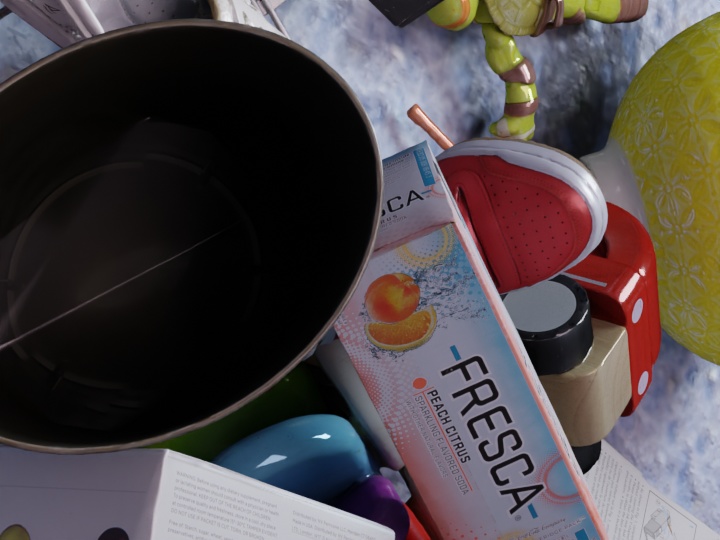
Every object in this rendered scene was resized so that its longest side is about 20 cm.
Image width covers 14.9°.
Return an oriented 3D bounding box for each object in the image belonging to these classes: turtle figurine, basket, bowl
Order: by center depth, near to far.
[{"bbox_3d":[-0.084,-0.002,1.030,0.180,0.200,0.136,-29,87,-7],"label":"basket"},{"bbox_3d":[0.082,-0.160,1.425,0.161,0.064,0.201,-23,98,-42],"label":"turtle figurine"},{"bbox_3d":[0.175,-0.031,1.447,0.107,0.200,0.201,-13,96,-6],"label":"bowl"}]

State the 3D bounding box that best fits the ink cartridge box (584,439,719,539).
[{"bbox_3d":[0.112,0.188,1.410,0.176,0.045,0.201,40,50,-30],"label":"ink cartridge box"}]

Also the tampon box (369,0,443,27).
[{"bbox_3d":[0.035,-0.249,1.303,0.150,0.126,0.200,41,44,-19],"label":"tampon box"}]

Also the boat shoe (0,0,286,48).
[{"bbox_3d":[-0.077,-0.097,1.197,0.200,0.069,0.071,32,80,-28],"label":"boat shoe"}]

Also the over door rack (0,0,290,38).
[{"bbox_3d":[-0.113,-0.078,1.257,0.200,0.067,0.148,-39,112,-21],"label":"over door rack"}]

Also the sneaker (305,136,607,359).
[{"bbox_3d":[0.000,0.000,1.164,0.112,0.199,0.072,-41,117,-51],"label":"sneaker"}]

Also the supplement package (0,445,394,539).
[{"bbox_3d":[-0.115,0.136,1.091,0.156,0.199,0.111,26,68,-52],"label":"supplement package"}]

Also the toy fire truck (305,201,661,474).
[{"bbox_3d":[0.076,-0.001,1.349,0.200,0.175,0.129,-53,147,-37],"label":"toy fire truck"}]

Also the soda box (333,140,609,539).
[{"bbox_3d":[0.041,0.050,1.127,0.063,0.068,0.200,-23,124,4],"label":"soda box"}]

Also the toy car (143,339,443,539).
[{"bbox_3d":[-0.021,0.128,1.226,0.175,0.150,0.200,-33,112,1],"label":"toy car"}]
